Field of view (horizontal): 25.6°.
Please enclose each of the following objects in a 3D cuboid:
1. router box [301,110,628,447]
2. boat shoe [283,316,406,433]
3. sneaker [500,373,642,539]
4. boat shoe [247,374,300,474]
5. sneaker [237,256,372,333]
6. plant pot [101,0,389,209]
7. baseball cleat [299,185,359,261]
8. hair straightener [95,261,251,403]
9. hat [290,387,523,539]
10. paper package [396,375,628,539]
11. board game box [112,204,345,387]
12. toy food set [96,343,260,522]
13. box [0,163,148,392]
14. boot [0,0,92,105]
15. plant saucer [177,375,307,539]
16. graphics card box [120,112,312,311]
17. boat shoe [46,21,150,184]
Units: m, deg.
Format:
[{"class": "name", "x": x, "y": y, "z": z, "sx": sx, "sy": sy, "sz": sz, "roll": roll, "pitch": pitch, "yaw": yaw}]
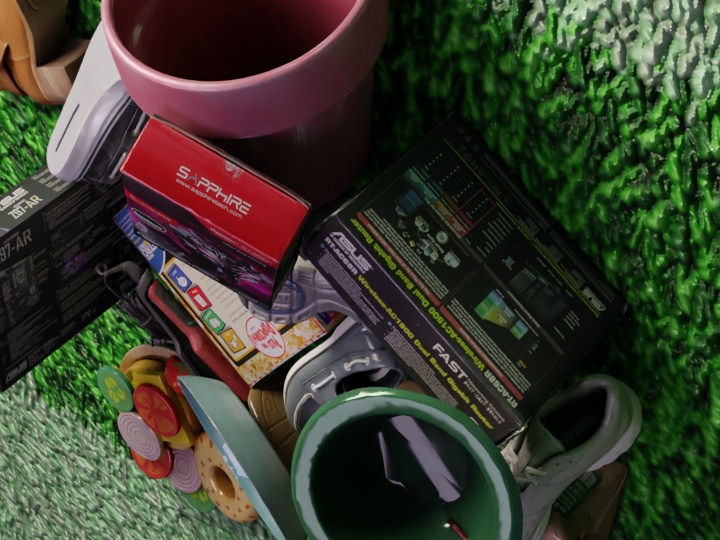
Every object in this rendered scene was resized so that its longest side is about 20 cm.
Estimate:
[{"class": "router box", "x": 0.077, "y": 0.007, "z": 1.133, "sx": 0.200, "sy": 0.150, "sz": 0.062, "roll": 48, "pitch": 143, "yaw": 1}, {"class": "boat shoe", "x": -0.013, "y": 0.101, "z": 1.352, "sx": 0.072, "sy": 0.062, "sz": 0.200, "roll": 11, "pitch": 144, "yaw": -23}, {"class": "sneaker", "x": 0.121, "y": 0.146, "z": 1.164, "sx": 0.076, "sy": 0.200, "sz": 0.092, "roll": 42, "pitch": 178, "yaw": 25}, {"class": "boat shoe", "x": -0.038, "y": 0.186, "z": 1.459, "sx": 0.201, "sy": 0.073, "sz": 0.065, "roll": 51, "pitch": 149, "yaw": 7}, {"class": "sneaker", "x": 0.000, "y": 0.000, "z": 1.270, "sx": 0.197, "sy": 0.087, "sz": 0.075, "roll": 10, "pitch": 128, "yaw": 16}, {"class": "plant pot", "x": -0.069, "y": -0.144, "z": 1.135, "sx": 0.199, "sy": 0.201, "sz": 0.180, "roll": 26, "pitch": 152, "yaw": 27}, {"class": "baseball cleat", "x": -0.049, "y": -0.066, "z": 1.228, "sx": 0.199, "sy": 0.069, "sz": 0.107, "roll": 20, "pitch": 135, "yaw": 57}, {"class": "hair straightener", "x": -0.181, "y": 0.060, "z": 1.474, "sx": 0.076, "sy": 0.041, "sz": 0.200, "roll": -18, "pitch": 128, "yaw": 41}, {"class": "hat", "x": 0.052, "y": 0.132, "z": 1.157, "sx": 0.198, "sy": 0.176, "sz": 0.168, "roll": -1, "pitch": 108, "yaw": 27}, {"class": "paper package", "x": 0.099, "y": 0.199, "z": 1.313, "sx": 0.199, "sy": 0.103, "sz": 0.192, "roll": 31, "pitch": 139, "yaw": 23}, {"class": "board game box", "x": -0.115, "y": -0.008, "z": 1.394, "sx": 0.201, "sy": 0.046, "sz": 0.151, "roll": 52, "pitch": 142, "yaw": -3}, {"class": "toy food set", "x": -0.177, "y": 0.163, "z": 1.599, "sx": 0.196, "sy": 0.049, "sz": 0.202, "roll": 1, "pitch": 122, "yaw": 44}, {"class": "box", "x": -0.277, "y": -0.011, "z": 1.427, "sx": 0.043, "sy": 0.200, "sz": 0.162, "roll": 25, "pitch": 137, "yaw": 27}, {"class": "boot", "x": -0.310, "y": -0.233, "z": 1.377, "sx": 0.154, "sy": 0.074, "sz": 0.202, "roll": 10, "pitch": 127, "yaw": 42}, {"class": "plant saucer", "x": -0.099, "y": 0.172, "z": 1.436, "sx": 0.201, "sy": 0.036, "sz": 0.200, "roll": 55, "pitch": 169, "yaw": 15}, {"class": "graphics card box", "x": -0.103, "y": -0.036, "z": 1.123, "sx": 0.125, "sy": 0.051, "sz": 0.200, "roll": 30, "pitch": 169, "yaw": 0}, {"class": "boat shoe", "x": -0.196, "y": -0.155, "z": 1.334, "sx": 0.200, "sy": 0.070, "sz": 0.073, "roll": -51, "pitch": 46, "yaw": 33}]
